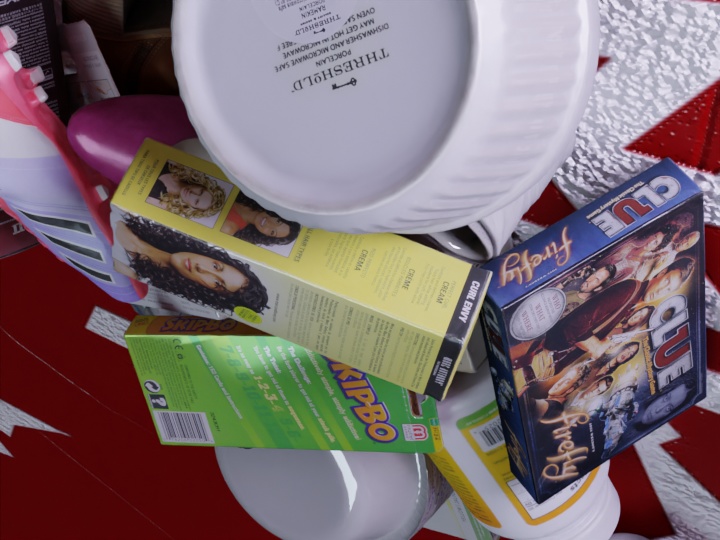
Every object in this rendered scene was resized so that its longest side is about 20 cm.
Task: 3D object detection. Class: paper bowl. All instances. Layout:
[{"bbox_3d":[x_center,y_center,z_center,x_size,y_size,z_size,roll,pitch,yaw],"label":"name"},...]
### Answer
[{"bbox_3d":[-0.029,0.127,1.111,0.200,0.104,0.202,17,124,27],"label":"paper bowl"}]

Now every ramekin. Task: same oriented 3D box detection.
[{"bbox_3d":[0.004,-0.111,0.703,0.199,0.105,0.201,6,103,27],"label":"ramekin"}]

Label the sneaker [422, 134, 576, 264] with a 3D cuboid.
[{"bbox_3d":[0.039,-0.095,0.785,0.073,0.116,0.200,-3,134,46],"label":"sneaker"}]

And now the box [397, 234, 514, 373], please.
[{"bbox_3d":[0.000,0.000,0.975,0.199,0.078,0.095,3,125,37],"label":"box"}]

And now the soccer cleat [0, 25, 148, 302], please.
[{"bbox_3d":[-0.192,-0.052,0.872,0.076,0.067,0.200,-25,127,5],"label":"soccer cleat"}]

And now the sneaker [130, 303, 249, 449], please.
[{"bbox_3d":[-0.109,0.037,1.062,0.200,0.087,0.075,58,171,29],"label":"sneaker"}]

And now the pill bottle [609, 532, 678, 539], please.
[{"bbox_3d":[0.189,0.271,1.184,0.112,0.112,0.200,38,149,-11],"label":"pill bottle"}]

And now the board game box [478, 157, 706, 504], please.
[{"bbox_3d":[0.141,0.042,0.876,0.035,0.135,0.200,50,165,39],"label":"board game box"}]

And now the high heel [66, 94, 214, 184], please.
[{"bbox_3d":[-0.071,-0.036,0.844,0.199,0.096,0.067,23,118,-28],"label":"high heel"}]

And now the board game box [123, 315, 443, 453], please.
[{"bbox_3d":[-0.047,0.073,0.947,0.199,0.030,0.096,1,126,20],"label":"board game box"}]

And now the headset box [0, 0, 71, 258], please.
[{"bbox_3d":[-0.247,-0.114,0.941,0.149,0.077,0.201,38,142,43],"label":"headset box"}]

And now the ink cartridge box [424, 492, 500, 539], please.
[{"bbox_3d":[0.017,0.150,1.226,0.199,0.048,0.146,10,143,28],"label":"ink cartridge box"}]

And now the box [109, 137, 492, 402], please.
[{"bbox_3d":[-0.034,0.001,0.795,0.199,0.050,0.075,20,150,5],"label":"box"}]

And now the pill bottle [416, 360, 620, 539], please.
[{"bbox_3d":[0.106,0.116,1.032,0.111,0.111,0.200,1,138,41],"label":"pill bottle"}]

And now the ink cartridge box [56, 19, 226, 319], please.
[{"bbox_3d":[-0.146,-0.069,0.953,0.161,0.050,0.201,7,121,58],"label":"ink cartridge box"}]

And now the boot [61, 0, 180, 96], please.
[{"bbox_3d":[-0.098,-0.113,0.917,0.199,0.077,0.156,23,151,8],"label":"boot"}]
